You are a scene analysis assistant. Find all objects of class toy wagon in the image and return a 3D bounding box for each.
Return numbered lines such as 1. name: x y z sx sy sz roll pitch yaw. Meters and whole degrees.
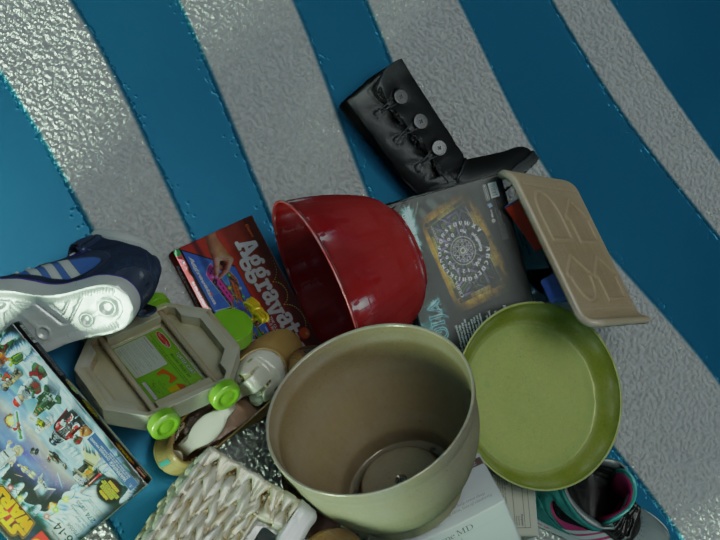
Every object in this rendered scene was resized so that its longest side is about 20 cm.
1. toy wagon: -0.181 0.086 1.468 0.199 0.040 0.155 -24 50 -26

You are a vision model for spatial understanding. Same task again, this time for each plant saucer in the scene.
1. plant saucer: 0.186 0.134 1.564 0.199 0.031 0.201 5 78 -22

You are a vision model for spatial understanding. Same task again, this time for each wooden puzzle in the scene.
1. wooden puzzle: 0.228 -0.017 1.618 0.185 0.046 0.201 1 57 -62

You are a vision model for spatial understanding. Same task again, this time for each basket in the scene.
1. basket: -0.145 0.265 1.382 0.123 0.200 0.136 35 62 -3

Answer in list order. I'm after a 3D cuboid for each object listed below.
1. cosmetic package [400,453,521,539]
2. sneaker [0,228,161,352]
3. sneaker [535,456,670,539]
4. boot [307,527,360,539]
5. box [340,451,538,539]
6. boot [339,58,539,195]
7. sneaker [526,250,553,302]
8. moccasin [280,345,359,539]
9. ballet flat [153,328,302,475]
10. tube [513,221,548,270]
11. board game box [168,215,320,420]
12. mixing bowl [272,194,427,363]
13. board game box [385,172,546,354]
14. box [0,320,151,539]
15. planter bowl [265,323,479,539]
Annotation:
1. cosmetic package: 0.110 0.293 1.474 0.112 0.081 0.201 -27 127 -1
2. sneaker: -0.297 0.016 1.470 0.199 0.147 0.081 -8 114 10
3. sneaker: 0.279 0.262 1.610 0.199 0.121 0.084 22 66 -16
4. boot: -0.050 0.301 1.397 0.201 0.143 0.071 27 45 -61
5. box: 0.082 0.243 1.553 0.199 0.078 0.096 5 71 -23
6. boot: 0.093 -0.160 1.701 0.165 0.066 0.200 -38 87 -30
7. sneaker: 0.165 0.045 1.652 0.074 0.082 0.200 36 63 -8
8. moccasin: -0.041 0.179 1.490 0.073 0.078 0.203 3 101 -10
9. ballet flat: -0.125 0.134 1.489 0.069 0.063 0.200 46 70 -4
10. tube: 0.107 -0.017 1.634 0.199 0.050 0.078 -14 79 -11
11. board game box: -0.113 0.050 1.563 0.103 0.019 0.201 -26 86 -29
12. mixing bowl: 0.000 0.000 1.515 0.108 0.200 0.201 -23 84 -15
13. board game box: 0.113 0.008 1.596 0.134 0.028 0.201 -15 92 -11
14. box: -0.314 0.168 1.391 0.137 0.040 0.200 -40 92 0
15. planter bowl: 0.025 0.169 1.386 0.200 0.199 0.135 -50 139 -28
